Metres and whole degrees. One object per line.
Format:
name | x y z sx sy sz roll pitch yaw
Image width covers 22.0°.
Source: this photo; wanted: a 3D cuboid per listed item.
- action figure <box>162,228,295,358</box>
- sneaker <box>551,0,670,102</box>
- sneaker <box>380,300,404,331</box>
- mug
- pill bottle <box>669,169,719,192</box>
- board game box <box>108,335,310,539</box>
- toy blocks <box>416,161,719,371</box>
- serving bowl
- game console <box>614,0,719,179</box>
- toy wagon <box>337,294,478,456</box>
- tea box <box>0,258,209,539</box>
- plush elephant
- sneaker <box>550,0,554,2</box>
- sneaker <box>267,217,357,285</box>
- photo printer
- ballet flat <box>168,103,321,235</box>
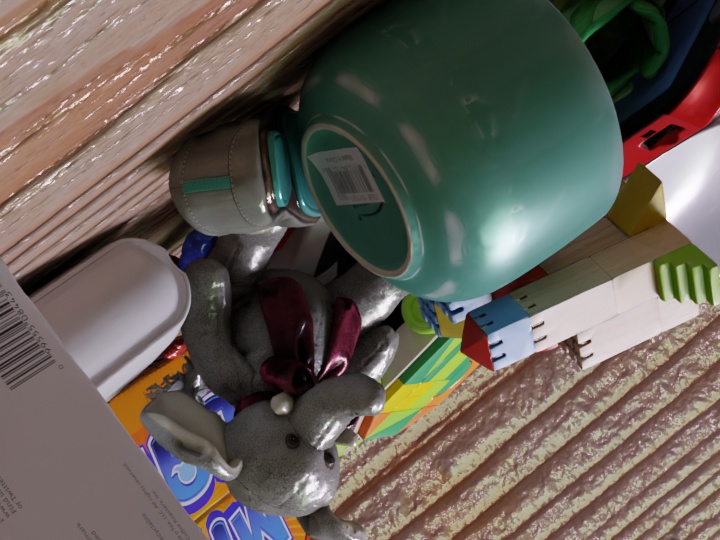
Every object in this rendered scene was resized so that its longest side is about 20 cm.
action figure | -0.119 0.012 1.204 0.099 0.065 0.200 -44 -179 -29
sneaker | 0.145 -0.136 1.048 0.083 0.074 0.200 10 -137 34
sneaker | 0.010 0.013 1.259 0.199 0.072 0.083 -36 162 -18
mug | 0.039 -0.051 0.944 0.114 0.152 0.186 -32 148 -26
pill bottle | 0.224 -0.161 1.337 0.114 0.114 0.201 -37 -142 23
board game box | -0.182 0.181 1.259 0.199 0.201 0.200 -15 -169 33
toy blocks | 0.090 -0.005 1.037 0.136 0.100 0.200 -23 -143 -12
serving bowl | 0.190 -0.045 1.233 0.199 0.066 0.201 -25 148 -17
game console | 0.192 -0.143 1.062 0.178 0.031 0.200 -65 -172 -14
toy wagon | 0.035 0.067 1.253 0.200 0.040 0.155 -47 162 16
tea box | -0.191 0.141 0.828 0.196 0.201 0.133 -37 179 37
plush elephant | -0.042 0.071 1.081 0.164 0.155 0.200 25 117 -39
sneaker | 0.139 -0.138 1.263 0.115 0.075 0.201 -51 159 -52
sneaker | 0.000 0.000 1.187 0.073 0.111 0.201 -102 -150 -48
photo printer | -0.186 0.066 1.001 0.166 0.070 0.200 -39 -179 39
ballet flat | -0.059 -0.052 0.974 0.063 0.068 0.200 -9 -178 8
